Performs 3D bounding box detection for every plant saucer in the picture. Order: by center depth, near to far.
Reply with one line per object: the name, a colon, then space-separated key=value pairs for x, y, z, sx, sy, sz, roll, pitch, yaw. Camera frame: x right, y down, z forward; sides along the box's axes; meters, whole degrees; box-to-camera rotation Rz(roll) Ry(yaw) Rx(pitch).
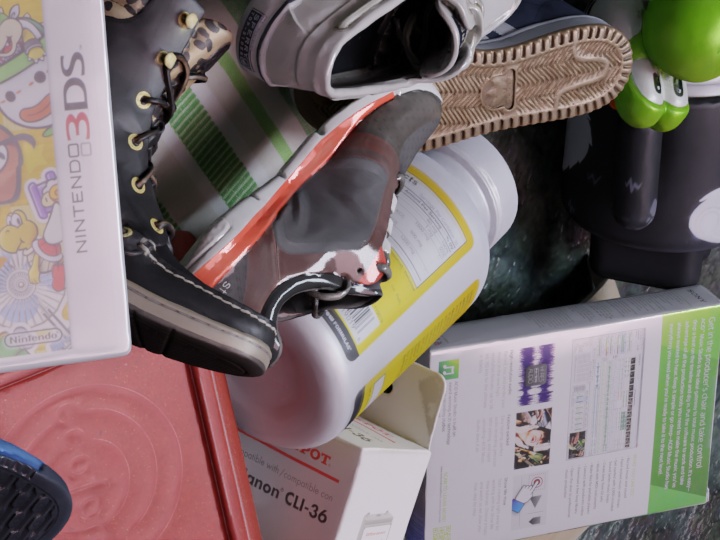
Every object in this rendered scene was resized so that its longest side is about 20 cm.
plant saucer: x=-0.142 y=0.105 z=1.225 sx=0.200 sy=0.037 sz=0.200 roll=-23 pitch=116 yaw=-26

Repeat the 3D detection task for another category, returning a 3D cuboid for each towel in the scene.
towel: x=-0.098 y=-0.058 z=1.267 sx=0.200 sy=0.023 sz=0.153 roll=-55 pitch=143 yaw=-17

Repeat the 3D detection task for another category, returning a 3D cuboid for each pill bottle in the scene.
pill bottle: x=0.000 y=0.000 z=1.335 sx=0.200 sy=0.112 sz=0.112 roll=-42 pitch=138 yaw=-41

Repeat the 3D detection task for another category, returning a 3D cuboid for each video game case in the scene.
video game case: x=-0.200 y=-0.041 z=1.027 sx=0.200 sy=0.023 sz=0.182 roll=-7 pitch=100 yaw=-19

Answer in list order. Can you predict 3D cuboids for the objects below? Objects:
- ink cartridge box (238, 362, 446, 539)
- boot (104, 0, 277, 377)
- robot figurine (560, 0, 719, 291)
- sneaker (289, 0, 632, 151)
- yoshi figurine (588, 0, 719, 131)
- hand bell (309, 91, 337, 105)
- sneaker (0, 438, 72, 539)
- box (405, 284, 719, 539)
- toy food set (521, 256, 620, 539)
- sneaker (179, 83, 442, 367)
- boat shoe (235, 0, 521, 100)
ink cartridge box: x=-0.038 y=0.132 z=1.368 sx=0.067 sy=0.116 sz=0.200 roll=6 pitch=104 yaw=-53
boot: x=-0.103 y=-0.052 z=1.139 sx=0.151 sy=0.200 sz=0.073 roll=-61 pitch=171 yaw=-16
robot figurine: x=0.186 y=-0.090 z=1.514 sx=0.125 sy=0.150 sz=0.200 roll=-8 pitch=120 yaw=-20
sneaker: x=0.039 y=-0.121 z=1.357 sx=0.200 sy=0.109 sz=0.070 roll=-7 pitch=119 yaw=-24
yoshi figurine: x=0.173 y=-0.182 z=1.394 sx=0.112 sy=0.112 sz=0.200 roll=106 pitch=-23 yaw=-77
hand bell: x=-0.036 y=-0.163 z=1.208 sx=0.104 sy=0.104 sz=0.200 roll=-41 pitch=136 yaw=-29
sneaker: x=-0.222 y=0.080 z=1.120 sx=0.200 sy=0.078 sz=0.066 roll=16 pitch=116 yaw=-37
box: x=0.125 y=0.092 z=1.508 sx=0.200 sy=0.036 sz=0.145 roll=-7 pitch=116 yaw=-19
toy food set: x=0.113 y=0.101 z=1.595 sx=0.200 sy=0.060 sz=0.144 roll=-41 pitch=126 yaw=-31
sneaker: x=-0.013 y=-0.019 z=1.232 sx=0.200 sy=0.082 sz=0.077 roll=-44 pitch=175 yaw=-32
boat shoe: x=0.028 y=-0.123 z=1.213 sx=0.200 sy=0.066 sz=0.072 roll=-15 pitch=127 yaw=-49
